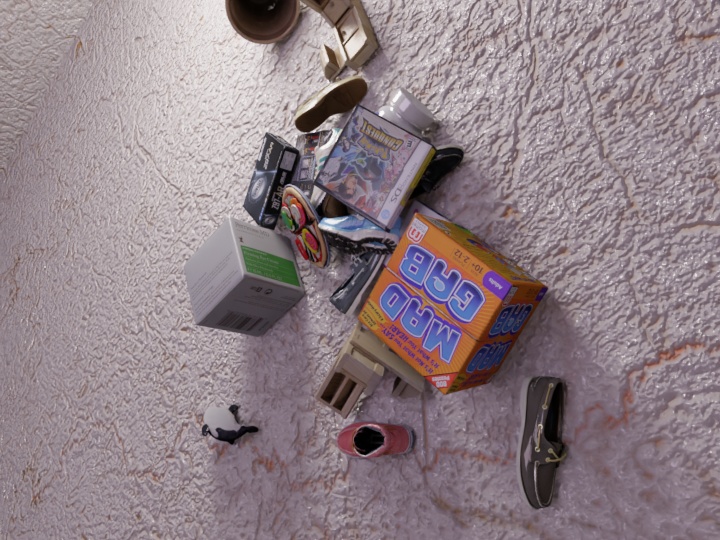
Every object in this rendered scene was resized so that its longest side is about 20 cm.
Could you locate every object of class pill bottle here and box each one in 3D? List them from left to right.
[{"bbox_3d":[0.058,-0.263,1.407,0.202,0.112,0.115,-52,49,21],"label":"pill bottle"}]

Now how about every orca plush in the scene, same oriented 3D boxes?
[{"bbox_3d":[-0.314,0.388,1.663,0.196,0.072,0.106,-6,31,39],"label":"orca plush"}]

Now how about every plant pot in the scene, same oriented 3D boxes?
[{"bbox_3d":[-0.267,-0.732,1.814,0.201,0.197,0.177,-49,34,23],"label":"plant pot"}]

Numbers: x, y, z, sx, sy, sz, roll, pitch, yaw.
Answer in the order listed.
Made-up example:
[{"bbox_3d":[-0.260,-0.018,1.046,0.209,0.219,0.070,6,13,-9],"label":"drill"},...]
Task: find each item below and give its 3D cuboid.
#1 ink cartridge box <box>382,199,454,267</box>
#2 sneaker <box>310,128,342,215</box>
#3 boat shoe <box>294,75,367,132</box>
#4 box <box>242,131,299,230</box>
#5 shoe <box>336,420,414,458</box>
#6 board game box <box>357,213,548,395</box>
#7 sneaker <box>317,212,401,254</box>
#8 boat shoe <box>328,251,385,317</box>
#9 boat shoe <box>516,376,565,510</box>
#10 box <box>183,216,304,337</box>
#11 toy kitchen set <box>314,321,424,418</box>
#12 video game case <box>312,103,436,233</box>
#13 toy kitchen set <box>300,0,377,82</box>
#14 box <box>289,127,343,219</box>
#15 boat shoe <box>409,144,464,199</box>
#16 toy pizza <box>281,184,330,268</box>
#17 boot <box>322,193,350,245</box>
[{"bbox_3d":[0.129,-0.005,1.323,0.195,0.043,0.204,37,105,43],"label":"ink cartridge box"},{"bbox_3d":[-0.072,-0.220,1.502,0.092,0.070,0.203,28,87,23],"label":"sneaker"},{"bbox_3d":[-0.074,-0.399,1.589,0.196,0.073,0.064,-26,46,18],"label":"boat shoe"},{"bbox_3d":[-0.223,-0.224,1.686,0.160,0.043,0.205,44,117,56],"label":"box"},{"bbox_3d":[0.005,0.327,1.324,0.197,0.090,0.074,-13,70,42],"label":"shoe"},{"bbox_3d":[0.157,0.054,1.138,0.199,0.198,0.203,38,106,27],"label":"board game box"},{"bbox_3d":[0.003,-0.088,1.382,0.195,0.079,0.092,7,62,33],"label":"sneaker"},{"bbox_3d":[0.000,0.000,1.415,0.061,0.073,0.203,29,108,-2],"label":"boat shoe"},{"bbox_3d":[0.288,0.270,1.073,0.059,0.071,0.208,-12,68,46],"label":"boat shoe"},{"bbox_3d":[-0.273,0.021,1.602,0.199,0.196,0.174,-40,54,27],"label":"box"},{"bbox_3d":[0.010,0.236,1.300,0.161,0.200,0.183,32,103,0],"label":"toy kitchen set"},{"bbox_3d":[0.024,-0.201,1.325,0.198,0.025,0.184,33,95,27],"label":"video game case"},{"bbox_3d":[-0.091,-0.561,1.583,0.163,0.178,0.204,-40,50,30],"label":"toy kitchen set"},{"bbox_3d":[-0.100,-0.221,1.597,0.155,0.049,0.207,2,81,45],"label":"box"},{"bbox_3d":[0.118,-0.177,1.337,0.195,0.074,0.068,-21,55,24],"label":"boat shoe"},{"bbox_3d":[-0.129,-0.093,1.520,0.201,0.031,0.203,50,157,31],"label":"toy pizza"},{"bbox_3d":[-0.040,-0.122,1.453,0.075,0.074,0.202,37,147,16],"label":"boot"}]
